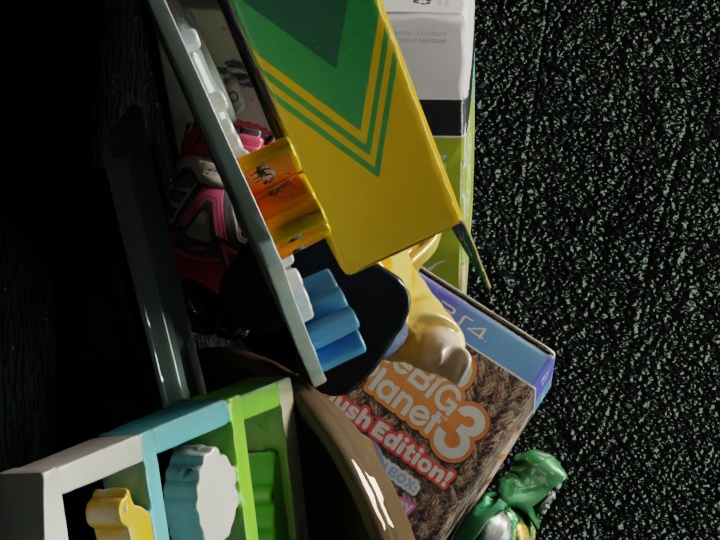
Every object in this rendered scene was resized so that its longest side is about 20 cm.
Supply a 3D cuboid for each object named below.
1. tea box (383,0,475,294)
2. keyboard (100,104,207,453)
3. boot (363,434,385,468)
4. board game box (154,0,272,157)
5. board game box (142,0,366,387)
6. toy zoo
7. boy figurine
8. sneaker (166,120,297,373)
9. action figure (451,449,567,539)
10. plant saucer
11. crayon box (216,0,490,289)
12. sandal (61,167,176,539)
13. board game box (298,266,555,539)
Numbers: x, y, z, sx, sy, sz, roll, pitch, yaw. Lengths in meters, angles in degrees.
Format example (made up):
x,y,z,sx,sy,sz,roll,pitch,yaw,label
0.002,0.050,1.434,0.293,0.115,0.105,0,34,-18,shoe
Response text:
x,y,z,sx,sy,sz,roll,pitch,yaw,label
0.001,-0.091,1.589,0.200,0.133,0.198,-81,172,-65,tea box
-0.066,0.041,1.003,0.056,0.011,0.201,-85,164,-72,keyboard
-0.031,0.112,1.133,0.075,0.097,0.200,-51,-155,13,boot
-0.055,-0.131,1.273,0.200,0.064,0.149,86,7,-64,board game box
-0.052,-0.072,0.952,0.200,0.026,0.201,74,-8,-76,board game box
-0.071,0.118,0.930,0.200,0.020,0.132,-20,105,-62,toy zoo
0.000,0.000,1.140,0.065,0.124,0.200,-50,178,14,boy figurine
-0.057,0.004,1.263,0.200,0.080,0.075,66,39,-64,sneaker
0.044,0.177,1.320,0.201,0.054,0.118,-63,170,7,action figure
-0.032,0.127,1.068,0.200,0.029,0.202,22,-62,51,plant saucer
-0.020,-0.090,0.994,0.126,0.051,0.201,-118,-176,-55,crayon box
-0.089,0.058,1.021,0.075,0.048,0.202,-75,154,-70,sandal
0.002,0.105,1.316,0.201,0.097,0.159,-57,173,-4,board game box
